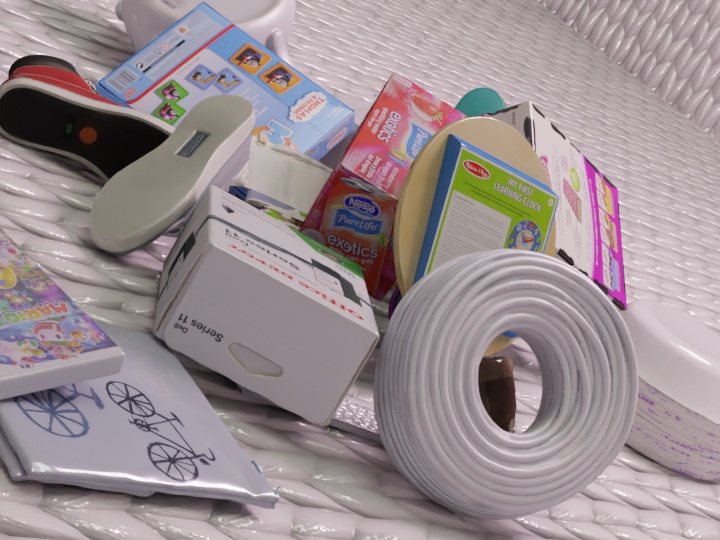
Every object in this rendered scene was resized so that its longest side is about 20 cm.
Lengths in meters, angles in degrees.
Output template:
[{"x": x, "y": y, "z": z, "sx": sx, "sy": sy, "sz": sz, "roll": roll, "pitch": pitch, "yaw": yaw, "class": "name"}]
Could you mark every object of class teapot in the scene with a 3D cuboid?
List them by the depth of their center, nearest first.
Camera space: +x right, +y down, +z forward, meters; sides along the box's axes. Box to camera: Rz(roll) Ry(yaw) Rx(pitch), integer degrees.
[{"x": -0.162, "y": -0.255, "z": 1.883, "sx": 0.197, "sy": 0.146, "sz": 0.200, "roll": 1, "pitch": 46, "yaw": -9, "class": "teapot"}]

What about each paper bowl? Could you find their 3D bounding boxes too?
[{"x": 0.299, "y": 0.105, "z": 1.715, "sx": 0.200, "sy": 0.105, "sz": 0.201, "roll": 27, "pitch": 17, "yaw": -9, "class": "paper bowl"}]

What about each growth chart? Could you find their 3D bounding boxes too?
[{"x": -0.041, "y": -0.060, "z": 1.576, "sx": 0.200, "sy": 0.018, "sz": 0.145, "roll": 27, "pitch": 33, "yaw": -7, "class": "growth chart"}]

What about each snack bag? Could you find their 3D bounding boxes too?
[{"x": -0.167, "y": 0.083, "z": 1.123, "sx": 0.200, "sy": 0.021, "sz": 0.189, "roll": 14, "pitch": 25, "yaw": -43, "class": "snack bag"}]

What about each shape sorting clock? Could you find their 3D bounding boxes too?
[{"x": 0.096, "y": -0.027, "z": 1.459, "sx": 0.200, "sy": 0.201, "sz": 0.039, "roll": 14, "pitch": -3, "yaw": -44, "class": "shape sorting clock"}]

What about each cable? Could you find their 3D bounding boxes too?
[{"x": 0.110, "y": 0.085, "z": 1.299, "sx": 0.200, "sy": 0.200, "sz": 0.069, "roll": 34, "pitch": -17, "yaw": -19, "class": "cable"}]

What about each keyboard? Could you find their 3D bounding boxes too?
[{"x": -0.015, "y": 0.105, "z": 1.337, "sx": 0.200, "sy": 0.011, "sz": 0.056, "roll": 22, "pitch": 19, "yaw": -28, "class": "keyboard"}]

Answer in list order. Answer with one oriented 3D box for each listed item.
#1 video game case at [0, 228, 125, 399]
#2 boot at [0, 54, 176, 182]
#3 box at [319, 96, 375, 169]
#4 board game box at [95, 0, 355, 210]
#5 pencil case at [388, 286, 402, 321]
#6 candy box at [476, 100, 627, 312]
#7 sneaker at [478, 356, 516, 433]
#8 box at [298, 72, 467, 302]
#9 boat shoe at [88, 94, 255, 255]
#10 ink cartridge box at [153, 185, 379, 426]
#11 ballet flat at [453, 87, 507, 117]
[{"x": -0.260, "y": 0.013, "z": 1.096, "sx": 0.143, "sy": 0.018, "sz": 0.200, "roll": -11, "pitch": 41, "yaw": -44, "class": "video game case"}, {"x": -0.220, "y": -0.130, "z": 1.549, "sx": 0.200, "sy": 0.073, "sz": 0.144, "roll": 24, "pitch": 17, "yaw": -11, "class": "boot"}, {"x": 0.031, "y": -0.089, "z": 1.792, "sx": 0.152, "sy": 0.107, "sz": 0.200, "roll": 39, "pitch": 18, "yaw": 22, "class": "box"}, {"x": -0.129, "y": -0.156, "z": 1.680, "sx": 0.200, "sy": 0.037, "sz": 0.151, "roll": 37, "pitch": 59, "yaw": 18, "class": "board game box"}, {"x": 0.098, "y": 0.033, "z": 1.593, "sx": 0.085, "sy": 0.093, "sz": 0.200, "roll": 1, "pitch": 5, "yaw": 21, "class": "pencil case"}, {"x": 0.180, "y": -0.051, "z": 1.645, "sx": 0.200, "sy": 0.061, "sz": 0.137, "roll": 37, "pitch": 46, "yaw": -51, "class": "candy box"}, {"x": 0.093, "y": 0.110, "z": 1.432, "sx": 0.070, "sy": 0.076, "sz": 0.200, "roll": -5, "pitch": -4, "yaw": 5, "class": "sneaker"}, {"x": 0.024, "y": -0.077, "z": 1.546, "sx": 0.095, "sy": 0.100, "sz": 0.200, "roll": 31, "pitch": 33, "yaw": -3, "class": "box"}, {"x": -0.146, "y": -0.064, "z": 1.434, "sx": 0.070, "sy": 0.072, "sz": 0.201, "roll": 19, "pitch": 46, "yaw": 24, "class": "boat shoe"}, {"x": -0.071, "y": 0.022, "z": 1.317, "sx": 0.146, "sy": 0.083, "sz": 0.200, "roll": 29, "pitch": 11, "yaw": -11, "class": "ink cartridge box"}, {"x": 0.113, "y": -0.093, "z": 1.702, "sx": 0.067, "sy": 0.071, "sz": 0.200, "roll": -5, "pitch": 42, "yaw": 11, "class": "ballet flat"}]
